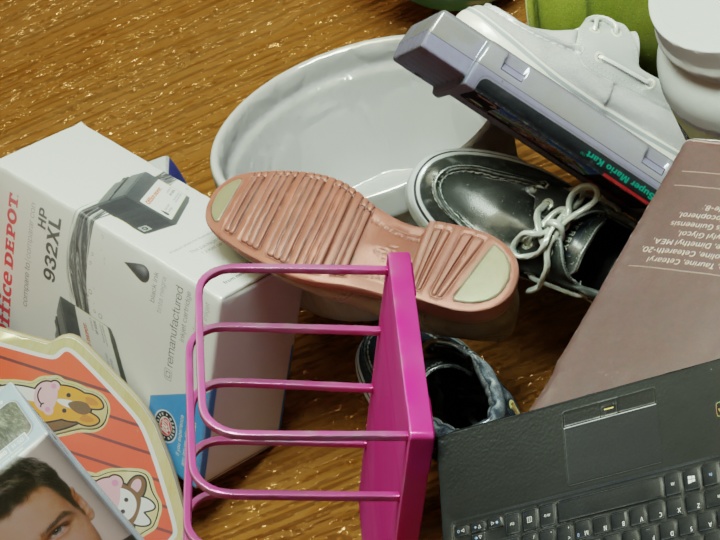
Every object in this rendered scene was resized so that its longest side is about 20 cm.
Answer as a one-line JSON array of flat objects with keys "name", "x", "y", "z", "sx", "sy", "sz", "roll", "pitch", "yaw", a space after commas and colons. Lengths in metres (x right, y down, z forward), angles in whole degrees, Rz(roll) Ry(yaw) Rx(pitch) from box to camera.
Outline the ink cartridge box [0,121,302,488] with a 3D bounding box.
[{"name": "ink cartridge box", "x": -0.141, "y": 0.020, "z": 1.432, "sx": 0.199, "sy": 0.146, "sz": 0.084, "roll": 30, "pitch": 38, "yaw": 29}]

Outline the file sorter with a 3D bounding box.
[{"name": "file sorter", "x": -0.036, "y": 0.109, "z": 1.255, "sx": 0.124, "sy": 0.201, "sz": 0.140, "roll": 1, "pitch": 42, "yaw": -6}]

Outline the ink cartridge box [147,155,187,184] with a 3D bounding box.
[{"name": "ink cartridge box", "x": -0.218, "y": 0.025, "z": 1.612, "sx": 0.199, "sy": 0.043, "sz": 0.197, "roll": -19, "pitch": 42, "yaw": 14}]

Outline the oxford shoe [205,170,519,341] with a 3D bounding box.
[{"name": "oxford shoe", "x": 0.000, "y": 0.000, "z": 1.337, "sx": 0.199, "sy": 0.074, "sz": 0.071, "roll": 21, "pitch": 65, "yaw": 20}]

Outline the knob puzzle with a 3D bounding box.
[{"name": "knob puzzle", "x": -0.202, "y": 0.135, "z": 1.393, "sx": 0.219, "sy": 0.221, "sz": 0.030, "roll": -25, "pitch": 8, "yaw": 9}]

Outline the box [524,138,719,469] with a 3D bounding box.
[{"name": "box", "x": 0.222, "y": 0.062, "z": 1.185, "sx": 0.163, "sy": 0.166, "sz": 0.201, "roll": 10, "pitch": 56, "yaw": 39}]

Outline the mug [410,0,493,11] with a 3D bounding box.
[{"name": "mug", "x": 0.077, "y": -0.274, "z": 1.629, "sx": 0.185, "sy": 0.152, "sz": 0.114, "roll": -43, "pitch": 44, "yaw": -12}]

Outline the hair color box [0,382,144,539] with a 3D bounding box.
[{"name": "hair color box", "x": -0.181, "y": 0.169, "z": 1.317, "sx": 0.099, "sy": 0.200, "sz": 0.061, "roll": -38, "pitch": 40, "yaw": -6}]

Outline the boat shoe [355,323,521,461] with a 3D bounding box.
[{"name": "boat shoe", "x": 0.046, "y": 0.066, "z": 1.356, "sx": 0.071, "sy": 0.091, "sz": 0.200, "roll": -39, "pitch": 40, "yaw": -7}]

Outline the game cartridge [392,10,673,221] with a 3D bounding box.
[{"name": "game cartridge", "x": 0.113, "y": -0.081, "z": 1.321, "sx": 0.039, "sy": 0.199, "sz": 0.130, "roll": -57, "pitch": 6, "yaw": 2}]

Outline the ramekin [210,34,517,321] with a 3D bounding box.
[{"name": "ramekin", "x": 0.012, "y": -0.056, "z": 1.465, "sx": 0.199, "sy": 0.106, "sz": 0.201, "roll": -14, "pitch": 33, "yaw": 9}]

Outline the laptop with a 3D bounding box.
[{"name": "laptop", "x": 0.088, "y": 0.141, "z": 1.043, "sx": 0.176, "sy": 0.103, "sz": 0.201, "roll": -17, "pitch": 63, "yaw": 32}]

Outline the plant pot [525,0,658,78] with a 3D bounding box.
[{"name": "plant pot", "x": 0.231, "y": -0.201, "z": 1.442, "sx": 0.192, "sy": 0.201, "sz": 0.201, "roll": 11, "pitch": 56, "yaw": 26}]

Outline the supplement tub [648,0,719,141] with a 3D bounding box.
[{"name": "supplement tub", "x": 0.254, "y": -0.097, "z": 1.296, "sx": 0.144, "sy": 0.200, "sz": 0.146, "roll": -18, "pitch": 42, "yaw": 17}]

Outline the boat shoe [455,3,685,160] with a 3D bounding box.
[{"name": "boat shoe", "x": 0.149, "y": -0.118, "z": 1.391, "sx": 0.069, "sy": 0.199, "sz": 0.072, "roll": -59, "pitch": 10, "yaw": 2}]

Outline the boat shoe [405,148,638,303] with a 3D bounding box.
[{"name": "boat shoe", "x": 0.119, "y": -0.017, "z": 1.326, "sx": 0.199, "sy": 0.068, "sz": 0.074, "roll": 31, "pitch": 82, "yaw": 4}]
